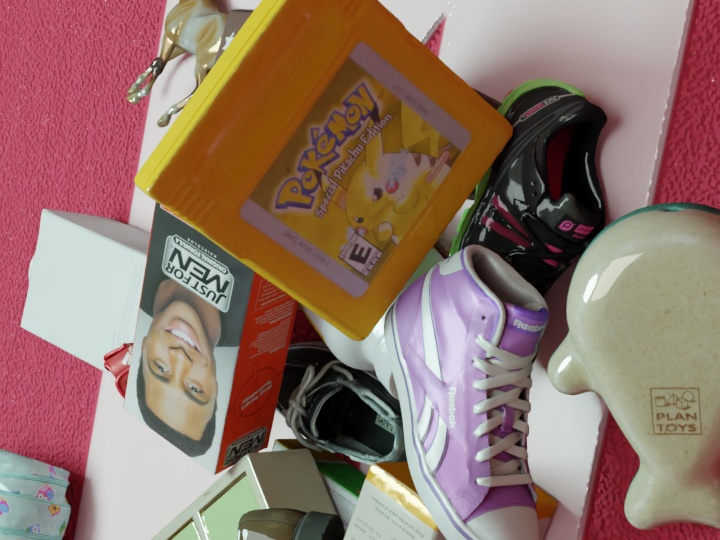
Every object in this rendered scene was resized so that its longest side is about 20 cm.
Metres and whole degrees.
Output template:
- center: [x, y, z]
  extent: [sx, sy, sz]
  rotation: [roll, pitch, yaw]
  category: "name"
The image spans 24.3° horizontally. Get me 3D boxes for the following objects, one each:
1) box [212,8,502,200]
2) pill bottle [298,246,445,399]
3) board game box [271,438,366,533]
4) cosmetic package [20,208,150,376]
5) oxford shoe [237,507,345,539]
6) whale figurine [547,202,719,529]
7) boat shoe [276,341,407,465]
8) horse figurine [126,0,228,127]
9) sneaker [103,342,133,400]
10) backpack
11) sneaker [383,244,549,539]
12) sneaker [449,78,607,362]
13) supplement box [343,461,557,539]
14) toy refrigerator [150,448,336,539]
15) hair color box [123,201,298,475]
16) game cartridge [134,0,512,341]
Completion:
- center: [0.004, -0.109, 1.129]
  extent: [0.100, 0.200, 0.075]
  rotation: [12, 83, 47]
  category: "box"
- center: [0.000, 0.000, 1.200]
  extent: [0.200, 0.104, 0.104]
  rotation: [52, 123, 36]
  category: "pill bottle"
- center: [-0.032, 0.249, 1.258]
  extent: [0.153, 0.040, 0.201]
  rotation: [30, 108, 44]
  category: "board game box"
- center: [-0.202, 0.025, 1.433]
  extent: [0.200, 0.081, 0.113]
  rotation: [24, 104, 47]
  category: "cosmetic package"
- center: [-0.056, 0.243, 1.166]
  extent: [0.084, 0.073, 0.201]
  rotation: [9, 120, 16]
  category: "oxford shoe"
- center: [0.194, 0.056, 1.004]
  extent: [0.158, 0.104, 0.201]
  rotation: [-3, 108, 16]
  category: "whale figurine"
- center: [-0.022, 0.102, 1.239]
  extent: [0.199, 0.068, 0.074]
  rotation: [28, 107, 45]
  category: "boat shoe"
- center: [-0.136, -0.180, 1.392]
  extent: [0.133, 0.050, 0.200]
  rotation: [-56, 40, 6]
  category: "horse figurine"
- center: [-0.140, 0.046, 1.286]
  extent: [0.078, 0.115, 0.201]
  rotation: [-126, 29, -51]
  category: "sneaker"
- center: [-0.359, 0.223, 1.534]
  extent: [0.199, 0.166, 0.127]
  rotation: [1, 82, 41]
  category: "backpack"
- center: [0.080, 0.080, 1.026]
  extent: [0.114, 0.072, 0.201]
  rotation: [-42, 59, 43]
  category: "sneaker"
- center: [0.114, -0.026, 1.101]
  extent: [0.084, 0.076, 0.201]
  rotation: [18, 101, 50]
  category: "sneaker"
- center: [0.038, 0.229, 1.121]
  extent: [0.073, 0.126, 0.201]
  rotation: [31, 108, 39]
  category: "supplement box"
- center: [-0.106, 0.217, 1.257]
  extent: [0.200, 0.070, 0.076]
  rotation: [-42, 61, 36]
  category: "toy refrigerator"
- center: [-0.104, 0.034, 1.193]
  extent: [0.101, 0.061, 0.201]
  rotation: [30, 124, 29]
  category: "hair color box"
- center: [-0.016, -0.072, 1.032]
  extent: [0.177, 0.200, 0.032]
  rotation: [-54, 40, 0]
  category: "game cartridge"
